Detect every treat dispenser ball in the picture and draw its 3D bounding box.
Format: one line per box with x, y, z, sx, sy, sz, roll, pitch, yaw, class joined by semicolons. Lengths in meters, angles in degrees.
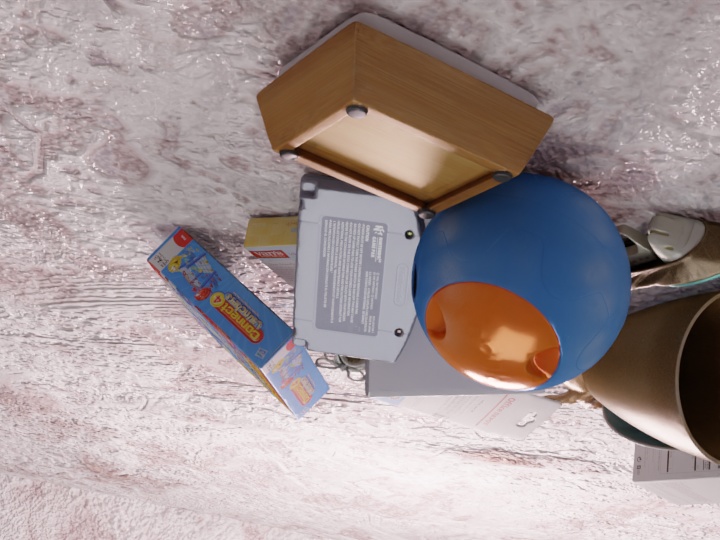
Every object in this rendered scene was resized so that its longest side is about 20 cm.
0.147;0.011;1.152;0.200;0.201;0.201;8;158;3;treat dispenser ball

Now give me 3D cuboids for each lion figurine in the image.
0.263;0.116;1.543;0.122;0.073;0.200;-12;147;27;lion figurine

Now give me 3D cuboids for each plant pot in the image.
0.346;0.110;1.388;0.186;0.187;0.200;22;170;-29;plant pot

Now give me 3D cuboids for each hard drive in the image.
0.106;0.071;1.365;0.200;0.132;0.026;0;-172;-10;hard drive

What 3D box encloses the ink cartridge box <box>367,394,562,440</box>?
0.123;0.124;1.455;0.200;0.068;0.116;18;145;-13;ink cartridge box

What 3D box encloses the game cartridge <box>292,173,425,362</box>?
0.000;0.000;1.275;0.133;0.041;0.200;10;122;8;game cartridge

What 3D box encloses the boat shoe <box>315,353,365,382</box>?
-0.011;0.088;1.452;0.074;0.086;0.202;10;161;-8;boat shoe

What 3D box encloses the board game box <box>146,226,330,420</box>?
-0.139;0.065;1.459;0.196;0.056;0.200;41;169;24;board game box

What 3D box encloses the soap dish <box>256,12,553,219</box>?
0.033;-0.120;1.035;0.200;0.081;0.157;20;156;-29;soap dish

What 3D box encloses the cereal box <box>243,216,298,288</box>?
-0.019;-0.005;1.398;0.144;0.040;0.200;-2;155;27;cereal box

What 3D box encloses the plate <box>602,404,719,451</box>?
0.385;0.161;1.469;0.200;0.200;0.026;-1;118;25;plate

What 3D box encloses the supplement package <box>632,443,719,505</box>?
0.487;0.241;1.691;0.200;0.120;0.121;-13;148;43;supplement package

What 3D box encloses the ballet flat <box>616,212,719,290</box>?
0.285;-0.021;1.223;0.072;0.068;0.200;43;149;-24;ballet flat
